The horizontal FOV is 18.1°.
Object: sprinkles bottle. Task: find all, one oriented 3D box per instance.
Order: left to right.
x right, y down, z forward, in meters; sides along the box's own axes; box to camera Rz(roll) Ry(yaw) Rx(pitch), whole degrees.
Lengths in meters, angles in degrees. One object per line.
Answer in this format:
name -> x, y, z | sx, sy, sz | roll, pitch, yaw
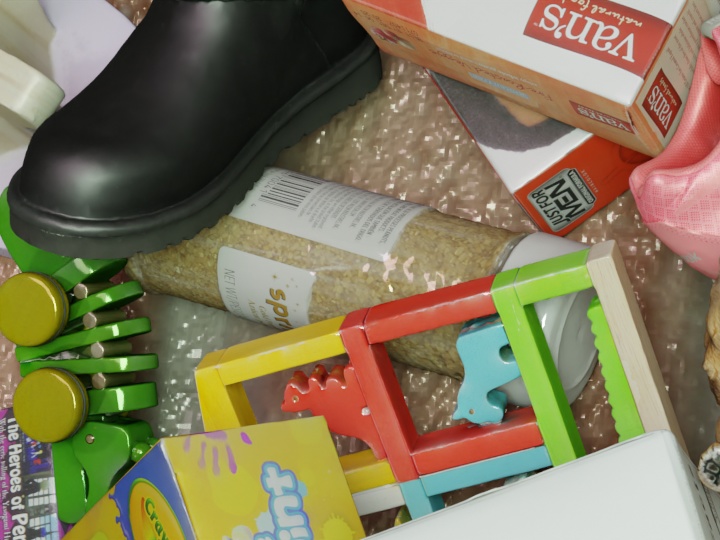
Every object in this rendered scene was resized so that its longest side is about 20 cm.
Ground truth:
sprinkles bottle -> 0.000, 0.000, 0.917 | 0.199, 0.068, 0.069 | 16, 77, 26

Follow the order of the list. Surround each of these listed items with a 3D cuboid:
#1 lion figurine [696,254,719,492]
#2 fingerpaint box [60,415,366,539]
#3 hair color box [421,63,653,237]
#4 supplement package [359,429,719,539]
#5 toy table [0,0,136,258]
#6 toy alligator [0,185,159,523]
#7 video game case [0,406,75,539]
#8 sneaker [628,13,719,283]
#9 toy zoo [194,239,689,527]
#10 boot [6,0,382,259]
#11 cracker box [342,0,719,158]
lion figurine -> 0.162, 0.076, 0.744 | 0.072, 0.123, 0.201 | -13, 106, 19
fingerpaint box -> -0.045, 0.179, 0.808 | 0.167, 0.073, 0.201 | -45, 58, 48
hair color box -> 0.125, -0.114, 0.914 | 0.200, 0.061, 0.102 | -37, 63, 6
supplement package -> 0.087, 0.148, 0.752 | 0.116, 0.200, 0.118 | -21, 64, 14
toy table -> -0.176, -0.091, 0.993 | 0.199, 0.117, 0.185 | 16, 78, 27
toy alligator -> -0.105, 0.059, 0.927 | 0.054, 0.059, 0.201 | -13, 87, 18
video game case -> -0.197, 0.168, 0.950 | 0.180, 0.036, 0.201 | -14, 66, 16
sneaker -> 0.172, -0.082, 0.823 | 0.087, 0.074, 0.201 | 32, 89, -16
toy zoo -> 0.022, 0.076, 0.861 | 0.199, 0.020, 0.132 | -15, 106, 17
boot -> -0.070, -0.115, 0.891 | 0.079, 0.158, 0.211 | 17, 40, 30
cracker box -> 0.098, -0.159, 0.875 | 0.134, 0.058, 0.201 | 23, 81, 27
